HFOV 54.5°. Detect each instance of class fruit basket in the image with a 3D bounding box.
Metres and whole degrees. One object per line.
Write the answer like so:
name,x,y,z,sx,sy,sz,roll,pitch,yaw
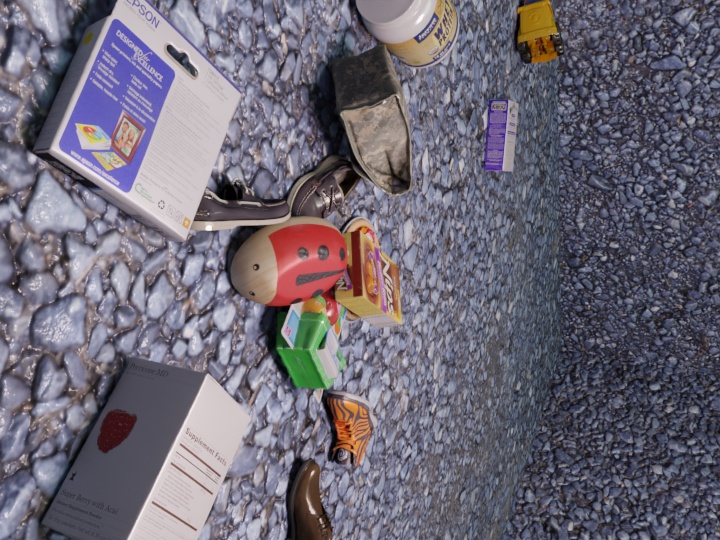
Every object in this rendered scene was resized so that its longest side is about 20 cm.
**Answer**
fruit basket,-0.063,0.084,1.151,0.187,0.092,0.202,71,33,-42

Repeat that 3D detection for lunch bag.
lunch bag,0.028,-0.242,1.174,0.201,0.116,0.166,67,11,-45

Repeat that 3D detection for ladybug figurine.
ladybug figurine,-0.091,-0.008,1.017,0.198,0.072,0.138,-16,128,-36

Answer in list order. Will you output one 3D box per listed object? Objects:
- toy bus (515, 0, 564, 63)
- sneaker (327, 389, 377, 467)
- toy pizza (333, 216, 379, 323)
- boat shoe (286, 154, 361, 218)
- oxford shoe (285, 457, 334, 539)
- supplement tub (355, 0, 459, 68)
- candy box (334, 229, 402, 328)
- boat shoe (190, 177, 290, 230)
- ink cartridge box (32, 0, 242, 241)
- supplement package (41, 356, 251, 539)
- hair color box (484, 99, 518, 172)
toy bus,0.561,-0.773,2.210,0.199,0.134,0.196,14,68,-66
sneaker,-0.022,0.303,1.306,0.201,0.076,0.113,58,44,-52
toy pizza,0.000,0.000,1.326,0.200,0.031,0.204,-27,120,-60
boat shoe,-0.056,-0.126,1.140,0.200,0.064,0.073,-52,141,-47
oxford shoe,-0.079,0.427,1.213,0.072,0.083,0.204,-9,103,-61
supplement tub,0.085,-0.464,1.259,0.199,0.142,0.147,10,87,-64
candy box,0.016,0.021,1.235,0.200,0.056,0.119,40,44,-63
boat shoe,-0.159,-0.091,0.928,0.199,0.072,0.064,-15,107,-57
ink cartridge box,-0.233,-0.166,0.769,0.197,0.046,0.203,40,59,-51
supplement package,-0.234,0.221,0.794,0.202,0.119,0.120,-68,150,-29
hair color box,0.413,-0.393,2.050,0.109,0.064,0.204,-12,109,-62
